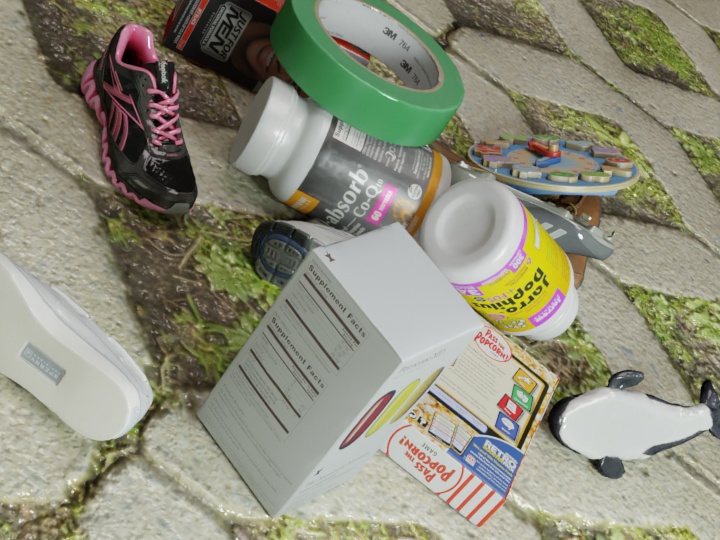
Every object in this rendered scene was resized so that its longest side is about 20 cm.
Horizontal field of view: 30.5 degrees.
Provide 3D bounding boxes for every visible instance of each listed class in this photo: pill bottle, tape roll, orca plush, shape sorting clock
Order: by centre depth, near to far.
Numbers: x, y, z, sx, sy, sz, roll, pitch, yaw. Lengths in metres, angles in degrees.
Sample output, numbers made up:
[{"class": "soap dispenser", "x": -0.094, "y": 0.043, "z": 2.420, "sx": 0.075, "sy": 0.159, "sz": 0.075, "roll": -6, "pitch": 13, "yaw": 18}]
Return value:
[{"class": "pill bottle", "x": 0.144, "y": -0.002, "z": 1.286, "sx": 0.200, "sy": 0.104, "sz": 0.105, "roll": 39, "pitch": 23, "yaw": -51}, {"class": "pill bottle", "x": -0.020, "y": -0.101, "z": 1.289, "sx": 0.198, "sy": 0.117, "sz": 0.117, "roll": 26, "pitch": 37, "yaw": -16}, {"class": "tape roll", "x": 0.008, "y": -0.207, "z": 1.301, "sx": 0.199, "sy": 0.048, "sz": 0.201, "roll": 25, "pitch": 32, "yaw": -17}, {"class": "orca plush", "x": 0.262, "y": 0.137, "z": 1.307, "sx": 0.198, "sy": 0.107, "sz": 0.071, "roll": -15, "pitch": 17, "yaw": -22}, {"class": "shape sorting clock", "x": 0.220, "y": -0.125, "z": 1.511, "sx": 0.197, "sy": 0.040, "sz": 0.200, "roll": 0, "pitch": 21, "yaw": 0}]

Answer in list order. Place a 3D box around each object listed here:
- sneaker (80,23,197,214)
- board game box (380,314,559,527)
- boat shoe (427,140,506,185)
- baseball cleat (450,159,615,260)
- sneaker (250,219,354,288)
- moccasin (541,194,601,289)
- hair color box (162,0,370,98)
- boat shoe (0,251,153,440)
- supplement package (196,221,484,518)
[{"class": "sneaker", "x": -0.193, "y": -0.143, "z": 1.202, "sx": 0.078, "sy": 0.096, "sz": 0.201, "roll": 0, "pitch": 51, "yaw": -43}, {"class": "board game box", "x": 0.090, "y": 0.116, "z": 1.203, "sx": 0.151, "sy": 0.046, "sz": 0.200, "roll": 38, "pitch": 35, "yaw": 1}, {"class": "boat shoe", "x": 0.065, "y": -0.108, "z": 1.420, "sx": 0.198, "sy": 0.073, "sz": 0.068, "roll": 24, "pitch": 9, "yaw": -22}, {"class": "baseball cleat", "x": 0.163, "y": -0.036, "z": 1.387, "sx": 0.198, "sy": 0.107, "sz": 0.070, "roll": 26, "pitch": 6, "yaw": -1}, {"class": "sneaker", "x": 0.000, "y": 0.000, "z": 1.204, "sx": 0.199, "sy": 0.075, "sz": 0.087, "roll": 29, "pitch": 24, "yaw": 16}, {"class": "moccasin", "x": 0.220, "y": -0.050, "z": 1.487, "sx": 0.078, "sy": 0.074, "sz": 0.202, "roll": 39, "pitch": 44, "yaw": -13}, {"class": "hair color box", "x": -0.097, "y": -0.244, "z": 1.390, "sx": 0.198, "sy": 0.102, "sz": 0.062, "roll": 24, "pitch": 36, "yaw": -18}, {"class": "boat shoe", "x": -0.236, "y": 0.044, "z": 0.988, "sx": 0.199, "sy": 0.072, "sz": 0.068, "roll": 35, "pitch": 14, "yaw": 7}, {"class": "supplement package", "x": -0.019, "y": 0.077, "z": 1.019, "sx": 0.110, "sy": 0.201, "sz": 0.113, "roll": 50, "pitch": 38, "yaw": 17}]
